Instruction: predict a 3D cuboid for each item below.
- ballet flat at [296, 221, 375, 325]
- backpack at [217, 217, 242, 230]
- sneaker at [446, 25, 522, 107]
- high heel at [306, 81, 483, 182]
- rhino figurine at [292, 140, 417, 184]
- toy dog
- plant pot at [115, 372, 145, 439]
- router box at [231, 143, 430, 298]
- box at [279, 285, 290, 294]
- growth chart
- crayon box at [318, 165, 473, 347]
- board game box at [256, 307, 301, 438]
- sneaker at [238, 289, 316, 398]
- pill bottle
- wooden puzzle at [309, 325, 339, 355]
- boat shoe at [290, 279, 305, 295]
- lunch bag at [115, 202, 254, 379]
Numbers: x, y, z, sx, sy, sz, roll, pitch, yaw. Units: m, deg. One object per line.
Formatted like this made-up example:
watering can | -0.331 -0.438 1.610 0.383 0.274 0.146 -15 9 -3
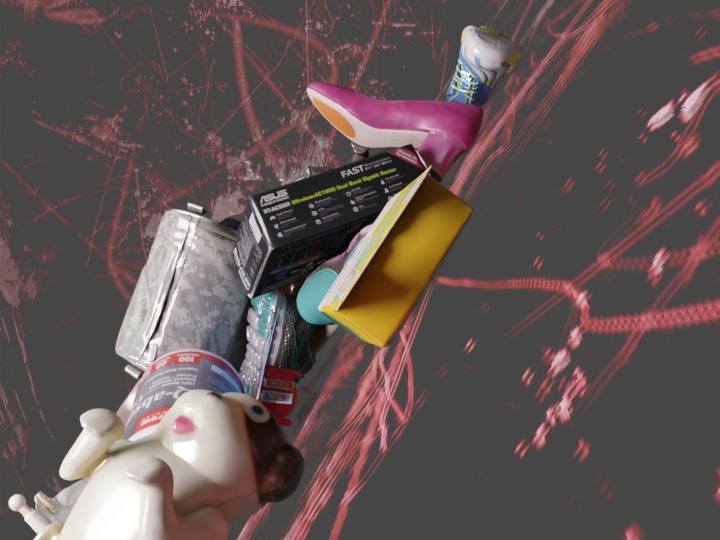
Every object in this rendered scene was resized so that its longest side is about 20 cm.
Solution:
ballet flat | 0.000 0.000 0.886 0.071 0.069 0.200 -35 -5 -38
backpack | -0.198 0.027 1.159 0.201 0.166 0.127 -60 7 -30
sneaker | 0.148 -0.239 1.008 0.106 0.075 0.200 -66 -7 21
high heel | 0.037 -0.184 0.926 0.097 0.198 0.068 -54 -22 -13
rhino figurine | 0.010 -0.116 0.990 0.197 0.061 0.088 -13 -24 -7
toy dog | -0.127 0.174 0.563 0.139 0.195 0.201 16 62 47
plant pot | -0.231 0.209 1.098 0.201 0.172 0.200 -54 5 7
router box | -0.033 -0.051 0.890 0.198 0.063 0.150 -20 -15 -22
box | -0.095 0.046 1.313 0.201 0.096 0.176 -57 5 1
growth chart | -0.214 0.237 0.743 0.018 0.145 0.200 -44 -9 5
crayon box | 0.024 -0.005 0.672 0.127 0.051 0.200 -56 4 -5
board game box | -0.087 0.140 0.836 0.201 0.038 0.160 -86 9 -65
sneaker | -0.095 0.120 0.982 0.077 0.090 0.203 36 115 54
pill bottle | -0.172 0.173 0.789 0.116 0.115 0.201 -54 18 18
wooden puzzle | -0.021 0.026 1.077 0.185 0.037 0.201 -52 11 41
boat shoe | -0.036 -0.040 1.050 0.202 0.071 0.065 -65 11 -12
lunch bag | -0.202 0.034 0.978 0.168 0.137 0.203 37 -109 -73
